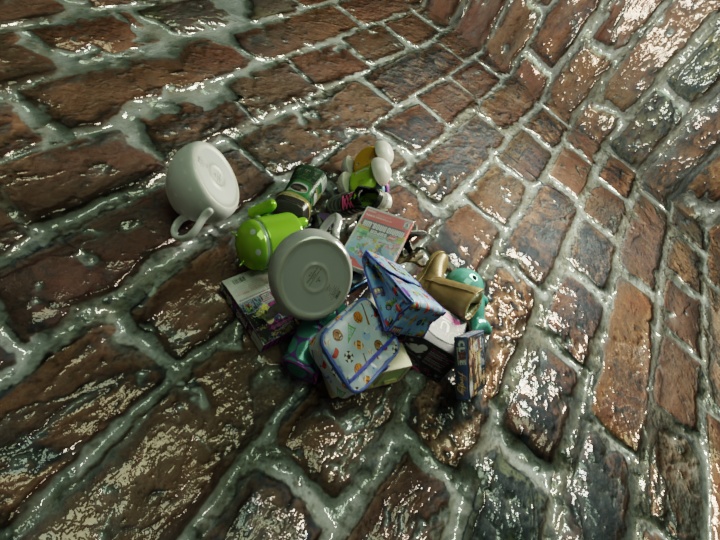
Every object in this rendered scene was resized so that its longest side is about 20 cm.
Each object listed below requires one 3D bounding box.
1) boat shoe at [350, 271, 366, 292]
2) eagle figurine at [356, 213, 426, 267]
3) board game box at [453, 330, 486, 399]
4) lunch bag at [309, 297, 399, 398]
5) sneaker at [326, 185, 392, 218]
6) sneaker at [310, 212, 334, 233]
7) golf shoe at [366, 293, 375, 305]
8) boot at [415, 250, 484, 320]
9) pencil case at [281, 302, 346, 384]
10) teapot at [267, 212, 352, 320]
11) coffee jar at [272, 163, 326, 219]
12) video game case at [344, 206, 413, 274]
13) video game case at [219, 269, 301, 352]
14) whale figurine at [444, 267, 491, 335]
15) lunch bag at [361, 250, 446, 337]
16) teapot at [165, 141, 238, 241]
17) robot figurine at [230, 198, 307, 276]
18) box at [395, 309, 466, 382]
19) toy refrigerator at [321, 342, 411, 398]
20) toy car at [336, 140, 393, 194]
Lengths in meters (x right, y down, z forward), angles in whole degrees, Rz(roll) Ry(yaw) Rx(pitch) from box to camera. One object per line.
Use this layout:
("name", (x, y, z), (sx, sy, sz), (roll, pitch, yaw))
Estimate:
("boat shoe", (0.000, 0.000, 1.391), (0.070, 0.083, 0.199), (55, 30, -2))
("eagle figurine", (0.092, -0.098, 1.485), (0.147, 0.153, 0.203), (-27, 60, -5))
("board game box", (0.266, 0.221, 1.274), (0.199, 0.033, 0.142), (2, 85, -66))
("lunch bag", (-0.005, 0.163, 1.123), (0.198, 0.075, 0.163), (-35, 89, -43))
("sneaker", (-0.012, -0.196, 1.480), (0.192, 0.087, 0.077), (-3, 77, 18))
("sneaker", (-0.103, -0.072, 1.403), (0.084, 0.077, 0.205), (5, 45, -7))
("golf shoe", (-0.006, 0.118, 1.285), (0.089, 0.076, 0.203), (26, 43, -3))
("boot", (0.248, 0.038, 1.417), (0.196, 0.067, 0.177), (17, 61, 45))
("pencil case", (-0.097, 0.143, 1.172), (0.090, 0.086, 0.203), (26, 56, 2))
("teapot", (-0.114, -0.003, 1.136), (0.193, 0.205, 0.146), (-14, 17, -18))
("coffee jar", (-0.166, -0.201, 1.446), (0.101, 0.087, 0.203), (17, 43, 5))
("video game case", (0.040, -0.072, 1.361), (0.138, 0.018, 0.203), (19, 57, 16))
("video game case", (-0.201, 0.070, 1.231), (0.197, 0.036, 0.183), (-25, 69, -43))
("whale figurine", (0.309, 0.083, 1.482), (0.154, 0.105, 0.205), (0, 52, -31))
("lunch bag", (0.081, 0.041, 1.210), (0.148, 0.094, 0.203), (17, 33, -49))
("teapot", (-0.392, -0.190, 1.256), (0.203, 0.142, 0.200), (65, 19, -8))
("robot figurine", (-0.207, -0.069, 1.240), (0.195, 0.114, 0.182), (-15, 85, -39))
("box", (0.151, 0.154, 1.317), (0.196, 0.116, 0.134), (31, 43, -4))
("toy refrigerator", (0.017, 0.227, 1.201), (0.194, 0.077, 0.071), (-5, 55, -35))
("toy car", (0.031, -0.278, 1.609), (0.151, 0.170, 0.204), (53, 31, -35))
